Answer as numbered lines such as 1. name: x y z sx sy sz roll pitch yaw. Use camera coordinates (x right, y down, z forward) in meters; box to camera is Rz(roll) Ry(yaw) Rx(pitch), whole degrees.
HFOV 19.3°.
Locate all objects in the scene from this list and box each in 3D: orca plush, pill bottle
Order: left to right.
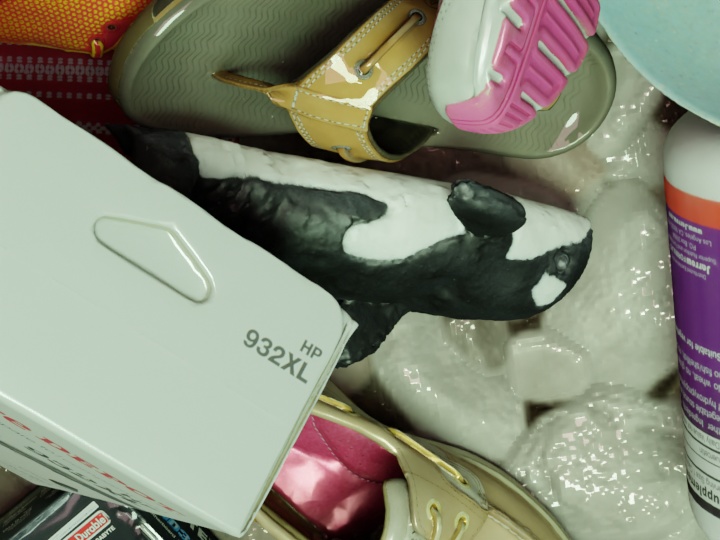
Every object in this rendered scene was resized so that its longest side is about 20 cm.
1. orca plush: 0.000 0.000 0.759 0.199 0.105 0.072 12 85 -48
2. pill bottle: 0.175 0.035 0.791 0.112 0.113 0.201 -7 108 2

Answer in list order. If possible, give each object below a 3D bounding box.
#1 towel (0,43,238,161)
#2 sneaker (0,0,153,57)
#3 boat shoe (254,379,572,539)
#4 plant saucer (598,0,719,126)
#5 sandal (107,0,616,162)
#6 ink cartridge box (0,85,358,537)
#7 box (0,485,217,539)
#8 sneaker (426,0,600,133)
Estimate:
1. towel: -0.115 -0.126 0.784 0.143 0.023 0.201 1 107 -1
2. sneaker: -0.117 -0.102 0.745 0.199 0.073 0.078 -12 117 7
3. boat shoe: 0.005 0.097 0.831 0.199 0.069 0.074 32 105 -10
4. plant saucer: 0.173 -0.136 0.743 0.200 0.039 0.203 -4 78 19
5. sandal: 0.010 -0.065 0.754 0.199 0.055 0.082 9 125 -29
6. ink cartridge box: -0.116 0.014 0.717 0.145 0.200 0.084 33 75 -23
7. box: -0.126 0.187 0.871 0.200 0.046 0.159 -39 104 11
8. sneaker: 0.034 -0.136 0.727 0.088 0.201 0.081 -3 153 18
